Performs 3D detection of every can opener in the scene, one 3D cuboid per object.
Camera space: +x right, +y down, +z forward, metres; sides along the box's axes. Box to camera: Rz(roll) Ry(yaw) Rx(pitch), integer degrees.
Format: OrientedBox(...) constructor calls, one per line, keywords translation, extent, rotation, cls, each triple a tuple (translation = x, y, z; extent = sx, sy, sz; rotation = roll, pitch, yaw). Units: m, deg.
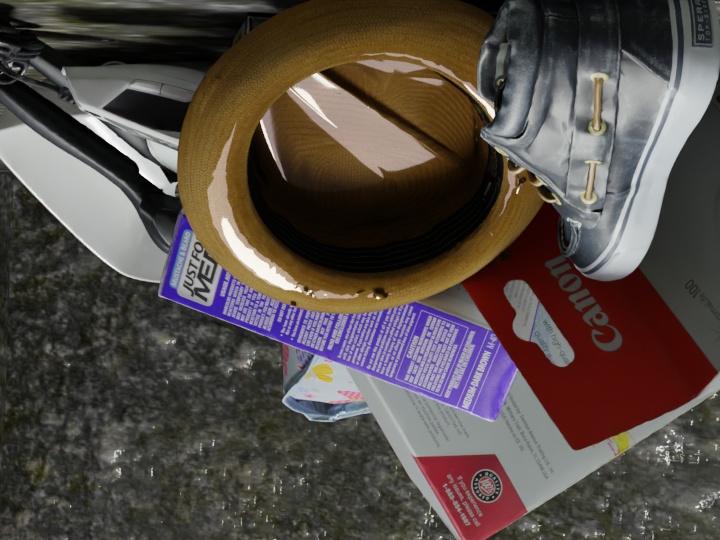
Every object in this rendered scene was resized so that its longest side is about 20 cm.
OrientedBox(translation=(-0.139, -0.072, 0.984), extent=(0.200, 0.063, 0.079), rotation=(44, 169, -23), cls="can opener")

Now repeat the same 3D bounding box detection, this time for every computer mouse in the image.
OrientedBox(translation=(-0.121, -0.097, 0.869), extent=(0.200, 0.044, 0.110), rotation=(21, 178, 6), cls="computer mouse")

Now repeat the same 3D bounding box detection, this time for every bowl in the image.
OrientedBox(translation=(-0.126, -0.073, 1.105), extent=(0.200, 0.075, 0.200), rotation=(0, 148, 32), cls="bowl")

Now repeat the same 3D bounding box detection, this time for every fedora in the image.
OrientedBox(translation=(0.001, -0.069, 0.795), extent=(0.200, 0.201, 0.082), rotation=(2, -140, -20), cls="fedora")

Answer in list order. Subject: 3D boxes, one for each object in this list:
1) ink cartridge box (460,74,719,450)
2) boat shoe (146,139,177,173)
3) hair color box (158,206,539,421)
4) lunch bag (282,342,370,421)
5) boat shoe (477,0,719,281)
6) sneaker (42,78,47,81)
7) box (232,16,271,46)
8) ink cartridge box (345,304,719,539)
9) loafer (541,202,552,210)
OrientedBox(translation=(0.158, -0.016, 0.825), extent=(0.200, 0.160, 0.047), rotation=(-23, 143, -10), cls="ink cartridge box")
OrientedBox(translation=(-0.032, -0.095, 0.984), extent=(0.200, 0.071, 0.064), rotation=(-1, -135, -13), cls="boat shoe")
OrientedBox(translation=(0.000, 0.000, 0.907), extent=(0.200, 0.065, 0.109), rotation=(22, -148, 2), cls="hair color box")
OrientedBox(translation=(-0.001, 0.012, 1.227), extent=(0.127, 0.170, 0.200), rotation=(5, 158, -17), cls="lunch bag")
OrientedBox(translation=(0.093, -0.061, 0.733), extent=(0.091, 0.071, 0.200), rotation=(1, 150, -4), cls="boat shoe")
OrientedBox(translation=(-0.167, -0.085, 1.217), extent=(0.076, 0.116, 0.200), rotation=(3, -179, 29), cls="sneaker")
OrientedBox(translation=(0.032, -0.110, 0.889), extent=(0.200, 0.035, 0.110), rotation=(2, -179, -9), cls="box")
OrientedBox(translation=(0.102, 0.051, 1.052), extent=(0.200, 0.145, 0.145), rotation=(-31, -165, -5), cls="ink cartridge box")
OrientedBox(translation=(0.150, -0.065, 0.953), extent=(0.200, 0.068, 0.076), rotation=(-24, -173, -30), cls="loafer")
